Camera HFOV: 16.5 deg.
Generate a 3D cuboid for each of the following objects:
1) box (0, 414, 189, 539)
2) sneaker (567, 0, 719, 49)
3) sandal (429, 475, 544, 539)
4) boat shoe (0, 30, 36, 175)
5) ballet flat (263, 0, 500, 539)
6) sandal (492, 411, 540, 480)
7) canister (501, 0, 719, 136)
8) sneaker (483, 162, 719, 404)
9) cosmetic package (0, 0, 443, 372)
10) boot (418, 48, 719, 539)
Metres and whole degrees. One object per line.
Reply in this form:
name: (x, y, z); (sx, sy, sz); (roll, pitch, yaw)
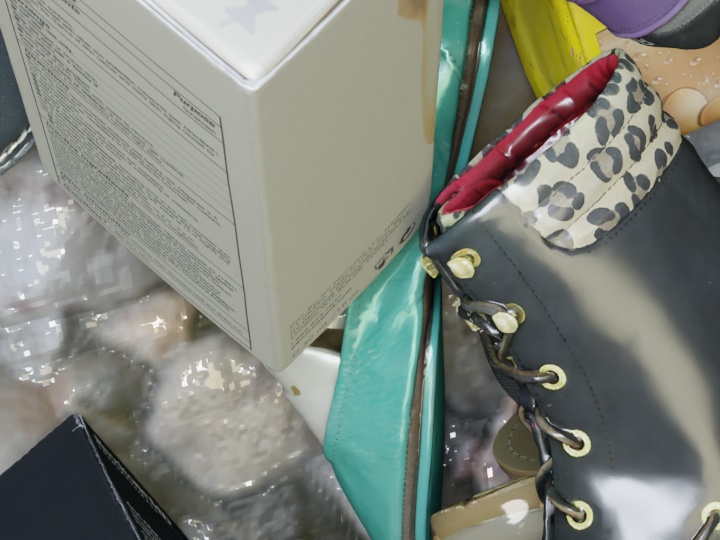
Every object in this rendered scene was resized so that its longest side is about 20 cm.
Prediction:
box: (-0.047, 0.162, 0.791); (0.079, 0.141, 0.200); (-37, 119, 1)
sneaker: (0.130, -0.140, 0.669); (0.200, 0.076, 0.087); (-38, 127, 24)
sandal: (0.094, 0.113, 0.836); (0.080, 0.054, 0.200); (-28, 151, 27)
boat shoe: (-0.089, -0.110, 0.707); (0.075, 0.060, 0.201); (13, 107, -24)
ballet flat: (0.000, 0.000, 0.792); (0.070, 0.067, 0.202); (7, 111, 4)
sandal: (0.151, 0.044, 0.850); (0.211, 0.078, 0.070); (-29, 116, -13)
canister: (0.136, -0.134, 0.765); (0.199, 0.087, 0.149); (-25, 117, -7)
sneaker: (0.142, -0.009, 0.825); (0.200, 0.115, 0.076); (-28, 81, 26)
cosmetic package: (-0.037, -0.059, 0.646); (0.105, 0.200, 0.071); (41, 74, 12)
boot: (0.056, 0.052, 0.721); (0.204, 0.073, 0.154); (-44, 106, -9)
